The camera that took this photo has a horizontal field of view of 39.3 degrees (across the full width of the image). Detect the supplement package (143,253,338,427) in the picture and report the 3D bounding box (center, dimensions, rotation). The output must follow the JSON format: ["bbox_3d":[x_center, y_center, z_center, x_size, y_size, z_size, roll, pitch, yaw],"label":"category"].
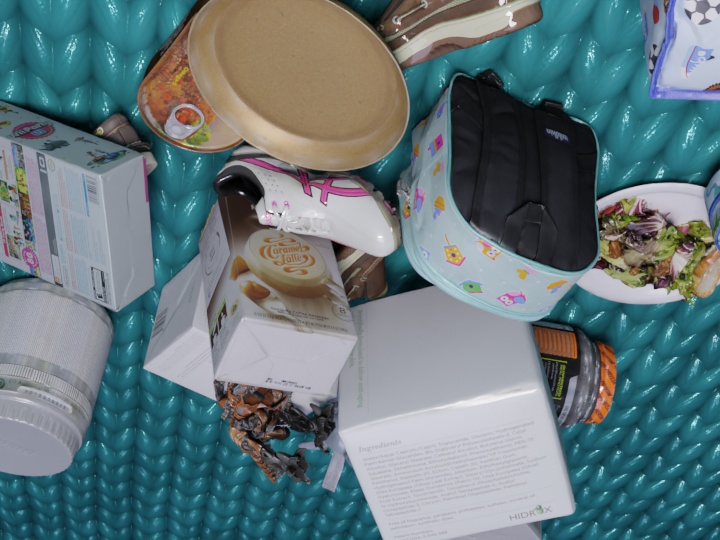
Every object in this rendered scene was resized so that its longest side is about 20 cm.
[{"bbox_3d":[-0.133,0.083,1.191,0.199,0.122,0.119,29,136,-26],"label":"supplement package"}]

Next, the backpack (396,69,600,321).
[{"bbox_3d":[0.122,-0.054,0.904,0.174,0.201,0.154,21,132,-19],"label":"backpack"}]

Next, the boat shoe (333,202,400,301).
[{"bbox_3d":[0.003,-0.005,1.083,0.075,0.075,0.202,38,146,-10],"label":"boat shoe"}]

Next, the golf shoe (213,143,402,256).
[{"bbox_3d":[-0.050,-0.058,0.948,0.199,0.092,0.073,31,147,30],"label":"golf shoe"}]

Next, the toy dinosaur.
[{"bbox_3d":[-0.103,0.173,1.148,0.134,0.103,0.200,18,160,20],"label":"toy dinosaur"}]

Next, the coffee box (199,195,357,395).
[{"bbox_3d":[-0.086,0.015,0.975,0.113,0.201,0.080,12,125,-24],"label":"coffee box"}]

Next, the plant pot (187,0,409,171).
[{"bbox_3d":[-0.050,-0.165,0.853,0.198,0.028,0.201,15,146,10],"label":"plant pot"}]

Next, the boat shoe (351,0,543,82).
[{"bbox_3d":[0.053,-0.215,0.842,0.200,0.075,0.076,-12,104,32],"label":"boat shoe"}]

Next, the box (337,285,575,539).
[{"bbox_3d":[0.093,0.137,1.016,0.198,0.200,0.173,-14,122,9],"label":"box"}]

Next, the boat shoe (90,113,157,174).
[{"bbox_3d":[-0.277,-0.096,1.031,0.199,0.072,0.060,-26,92,48],"label":"boat shoe"}]

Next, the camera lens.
[{"bbox_3d":[-0.391,0.122,1.210,0.158,0.202,0.161,3,142,3],"label":"camera lens"}]

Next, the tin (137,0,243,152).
[{"bbox_3d":[-0.124,-0.182,0.919,0.111,0.042,0.200,32,135,-24],"label":"tin"}]

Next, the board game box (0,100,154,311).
[{"bbox_3d":[-0.296,-0.065,0.971,0.198,0.064,0.149,20,126,23],"label":"board game box"}]

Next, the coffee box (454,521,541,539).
[{"bbox_3d":[0.167,0.247,1.296,0.113,0.202,0.080,-16,137,25],"label":"coffee box"}]

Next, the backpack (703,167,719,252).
[{"bbox_3d":[0.422,-0.042,0.957,0.199,0.155,0.163,36,138,-18],"label":"backpack"}]

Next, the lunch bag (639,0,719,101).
[{"bbox_3d":[0.304,-0.208,0.719,0.197,0.172,0.124,1,145,5],"label":"lunch bag"}]

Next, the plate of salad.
[{"bbox_3d":[0.311,-0.017,1.065,0.197,0.048,0.201,4,143,3],"label":"plate of salad"}]

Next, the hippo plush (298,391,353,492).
[{"bbox_3d":[0.045,0.188,1.257,0.159,0.160,0.202,-7,131,-33],"label":"hippo plush"}]

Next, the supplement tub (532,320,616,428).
[{"bbox_3d":[0.191,0.118,1.191,0.197,0.124,0.123,11,142,-5],"label":"supplement tub"}]
